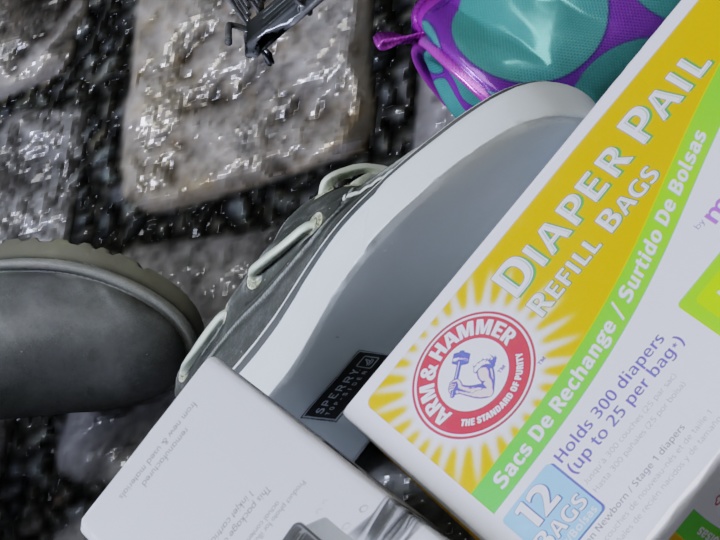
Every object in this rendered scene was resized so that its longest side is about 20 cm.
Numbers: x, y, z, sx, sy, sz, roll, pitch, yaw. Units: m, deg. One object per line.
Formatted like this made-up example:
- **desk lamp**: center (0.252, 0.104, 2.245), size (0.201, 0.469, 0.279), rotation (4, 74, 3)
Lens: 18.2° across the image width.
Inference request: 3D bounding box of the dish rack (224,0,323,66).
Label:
- **dish rack**: center (-0.002, -0.145, 0.786), size (0.153, 0.055, 0.200), rotation (-41, 15, 8)

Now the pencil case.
- **pencil case**: center (0.103, -0.119, 0.729), size (0.200, 0.092, 0.085), rotation (-50, 10, 1)

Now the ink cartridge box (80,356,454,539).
- **ink cartridge box**: center (0.025, 0.117, 0.630), size (0.067, 0.116, 0.200), rotation (-51, 49, -4)

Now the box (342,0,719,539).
- **box**: center (0.111, 0.012, 0.642), size (0.200, 0.101, 0.112), rotation (-51, 49, -2)

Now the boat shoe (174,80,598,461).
- **boat shoe**: center (0.000, 0.000, 0.713), size (0.200, 0.071, 0.064), rotation (-46, 45, 32)

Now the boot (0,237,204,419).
- **boot**: center (-0.157, 0.077, 0.744), size (0.182, 0.073, 0.200), rotation (2, 42, 9)
